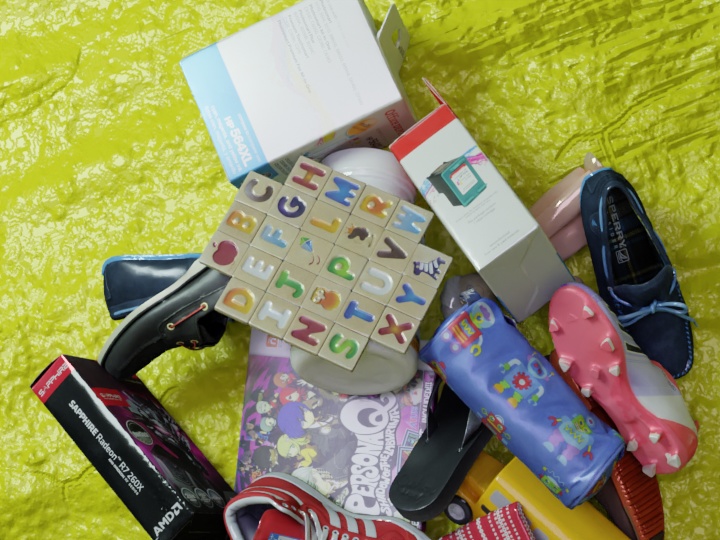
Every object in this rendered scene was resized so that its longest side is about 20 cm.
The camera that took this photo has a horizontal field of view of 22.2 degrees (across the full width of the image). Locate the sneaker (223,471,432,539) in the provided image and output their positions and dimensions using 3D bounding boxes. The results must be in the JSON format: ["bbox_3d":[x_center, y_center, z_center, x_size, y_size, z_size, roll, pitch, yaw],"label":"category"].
[{"bbox_3d":[-0.026,0.240,1.591,0.199,0.112,0.072,21,101,17],"label":"sneaker"}]

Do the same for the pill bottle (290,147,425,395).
[{"bbox_3d":[0.000,0.000,1.644,0.115,0.117,0.202,0,62,9],"label":"pill bottle"}]

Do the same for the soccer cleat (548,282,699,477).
[{"bbox_3d":[0.231,0.088,1.606,0.066,0.077,0.201,-26,104,38],"label":"soccer cleat"}]

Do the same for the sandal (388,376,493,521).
[{"bbox_3d":[0.086,0.129,1.624,0.076,0.043,0.201,0,49,38],"label":"sandal"}]

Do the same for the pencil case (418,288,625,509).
[{"bbox_3d":[0.141,0.109,1.575,0.087,0.078,0.200,-40,80,-23],"label":"pencil case"}]

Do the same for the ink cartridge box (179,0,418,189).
[{"bbox_3d":[-0.041,-0.166,1.686,0.199,0.129,0.126,-24,79,6],"label":"ink cartridge box"}]

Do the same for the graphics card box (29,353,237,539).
[{"bbox_3d":[-0.196,0.163,1.651,0.051,0.125,0.200,-46,68,10],"label":"graphics card box"}]

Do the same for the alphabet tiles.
[{"bbox_3d":[-0.030,-0.009,1.580,0.199,0.006,0.167,24,66,12],"label":"alphabet tiles"}]

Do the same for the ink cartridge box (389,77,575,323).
[{"bbox_3d":[0.098,-0.064,1.616,0.067,0.116,0.201,-36,56,4],"label":"ink cartridge box"}]

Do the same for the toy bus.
[{"bbox_3d":[0.161,0.228,1.615,0.200,0.065,0.079,41,132,12],"label":"toy bus"}]

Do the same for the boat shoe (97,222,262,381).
[{"bbox_3d":[-0.152,0.041,1.638,0.201,0.074,0.063,-37,80,17],"label":"boat shoe"}]

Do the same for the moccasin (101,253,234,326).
[{"bbox_3d":[-0.145,0.019,1.714,0.198,0.080,0.069,-1,87,23],"label":"moccasin"}]

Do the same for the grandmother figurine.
[{"bbox_3d":[0.151,-0.021,1.673,0.200,0.061,0.121,-41,69,-1],"label":"grandmother figurine"}]

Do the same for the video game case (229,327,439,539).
[{"bbox_3d":[-0.022,0.156,1.686,0.180,0.036,0.202,5,83,11],"label":"video game case"}]

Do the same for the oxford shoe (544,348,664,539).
[{"bbox_3d":[0.207,0.167,1.643,0.072,0.071,0.201,-31,78,30],"label":"oxford shoe"}]

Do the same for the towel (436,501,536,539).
[{"bbox_3d":[0.092,0.305,1.611,0.199,0.022,0.146,-32,77,31],"label":"towel"}]

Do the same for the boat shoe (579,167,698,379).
[{"bbox_3d":[0.240,0.011,1.624,0.084,0.069,0.201,-29,99,0],"label":"boat shoe"}]
